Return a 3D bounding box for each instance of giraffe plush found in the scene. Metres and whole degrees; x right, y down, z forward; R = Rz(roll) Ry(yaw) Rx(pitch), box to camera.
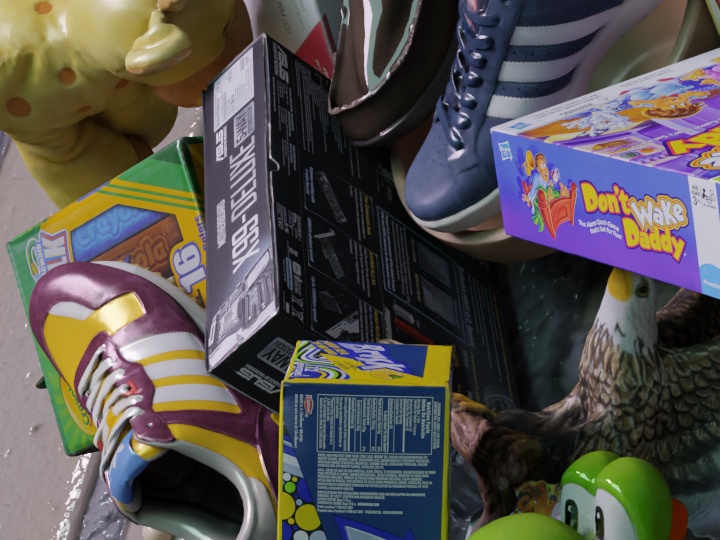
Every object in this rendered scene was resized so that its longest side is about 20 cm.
[{"bbox_3d":[-0.127,-0.129,1.075,0.161,0.200,0.174,-17,76,31],"label":"giraffe plush"}]

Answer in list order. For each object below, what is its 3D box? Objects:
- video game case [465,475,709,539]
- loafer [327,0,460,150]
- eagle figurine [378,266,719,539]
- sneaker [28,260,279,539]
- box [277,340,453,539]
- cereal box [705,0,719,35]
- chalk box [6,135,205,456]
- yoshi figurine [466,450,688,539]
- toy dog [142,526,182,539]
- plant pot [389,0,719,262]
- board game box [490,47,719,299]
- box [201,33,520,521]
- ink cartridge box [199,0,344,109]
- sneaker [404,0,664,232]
[{"bbox_3d":[0.109,0.145,0.858,0.199,0.018,0.144,-5,63,50],"label":"video game case"},{"bbox_3d":[0.013,-0.152,0.983,0.073,0.071,0.201,-18,52,48],"label":"loafer"},{"bbox_3d":[0.128,0.039,0.816,0.151,0.199,0.152,100,146,-67],"label":"eagle figurine"},{"bbox_3d":[-0.098,0.065,0.950,0.200,0.090,0.075,33,124,24],"label":"sneaker"},{"bbox_3d":[0.001,0.132,0.772,0.070,0.064,0.201,-73,-15,-79],"label":"box"},{"bbox_3d":[0.248,-0.147,0.802,0.144,0.040,0.199,-39,24,-30],"label":"cereal box"},{"bbox_3d":[-0.097,0.018,1.084,0.199,0.124,0.125,-24,79,40],"label":"chalk box"},{"bbox_3d":[0.073,0.168,0.730,0.112,0.112,0.201,-2,93,24],"label":"yoshi figurine"},{"bbox_3d":[-0.064,0.160,1.002,0.199,0.096,0.133,-11,58,48],"label":"toy dog"},{"bbox_3d":[0.112,-0.086,0.947,0.200,0.092,0.202,-34,41,36],"label":"plant pot"},{"bbox_3d":[0.170,-0.052,0.776,0.134,0.199,0.045,20,125,55],"label":"board game box"},{"bbox_3d":[0.000,0.000,0.960,0.050,0.157,0.201,-39,35,27],"label":"box"},{"bbox_3d":[-0.041,-0.159,1.141,0.083,0.146,0.200,-29,24,-24],"label":"ink cartridge box"},{"bbox_3d":[0.062,-0.106,0.863,0.200,0.084,0.075,-55,34,22],"label":"sneaker"}]
